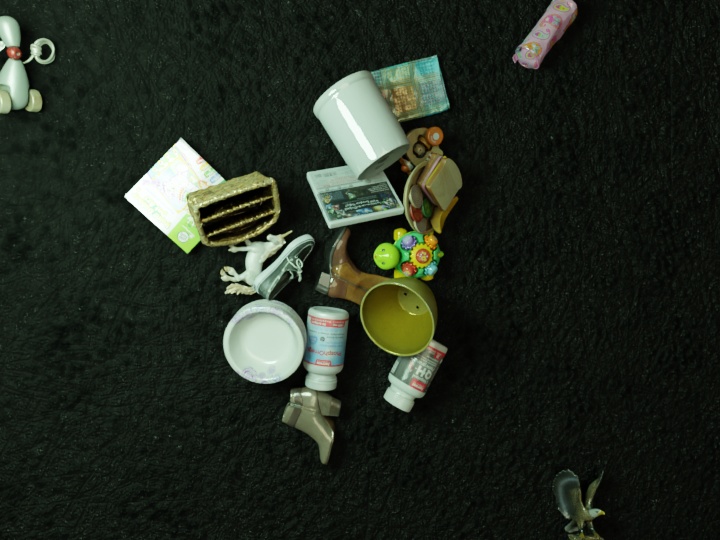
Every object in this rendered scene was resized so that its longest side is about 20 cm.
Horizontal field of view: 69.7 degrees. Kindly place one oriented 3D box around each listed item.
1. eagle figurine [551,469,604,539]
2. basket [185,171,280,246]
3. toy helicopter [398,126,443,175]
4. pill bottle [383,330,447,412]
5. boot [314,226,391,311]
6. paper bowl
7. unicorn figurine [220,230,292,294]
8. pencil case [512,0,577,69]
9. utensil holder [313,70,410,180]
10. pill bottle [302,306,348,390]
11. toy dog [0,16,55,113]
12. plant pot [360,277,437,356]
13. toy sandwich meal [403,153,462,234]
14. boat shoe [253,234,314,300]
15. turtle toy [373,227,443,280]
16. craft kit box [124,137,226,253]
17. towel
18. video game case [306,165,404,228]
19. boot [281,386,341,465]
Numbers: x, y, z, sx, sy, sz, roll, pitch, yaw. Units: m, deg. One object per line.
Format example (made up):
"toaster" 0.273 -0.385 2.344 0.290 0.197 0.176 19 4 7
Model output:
"eagle figurine" 0.672 0.708 1.557 0.151 0.150 0.202 30 50 -51
"basket" -0.288 -0.131 1.209 0.198 0.149 0.144 -22 115 -19
"toy helicopter" 0.166 -0.275 1.373 0.131 0.079 0.202 -28 113 -15
"pill bottle" 0.143 0.271 1.393 0.110 0.111 0.201 28 88 -13
"boot" 0.000 0.000 1.363 0.198 0.068 0.190 20 86 -16
"paper bowl" -0.233 0.171 1.294 0.198 0.104 0.203 0 103 0
"unicorn figurine" -0.271 -0.033 1.304 0.136 0.074 0.202 13 106 -22
"pencil case" 0.502 -0.645 1.407 0.087 0.087 0.201 38 87 -13
"utensil holder" 0.007 -0.347 1.258 0.169 0.170 0.201 -31 86 -8
"pill bottle" -0.092 0.200 1.337 0.107 0.109 0.203 5 94 -12
"toy dog" -0.777 -0.442 1.143 0.095 0.132 0.202 12 88 25
"plant pot" 0.118 0.098 1.332 0.198 0.142 0.202 11 116 24
"toy sandwich meal" 0.188 -0.189 1.317 0.204 0.070 0.208 -13 107 -46
"boat shoe" -0.177 -0.007 1.296 0.068 0.074 0.199 35 64 27
"turtle toy" 0.129 -0.040 1.368 0.198 0.101 0.148 -3 95 -12
"craft kit box" -0.429 -0.181 1.266 0.200 0.049 0.198 43 88 -12
"towel" 0.132 -0.476 1.371 0.198 0.022 0.148 -17 98 -10
"video game case" -0.014 -0.194 1.295 0.198 0.023 0.183 -13 56 -19
"boot" -0.136 0.407 1.374 0.145 0.070 0.202 11 91 -7
